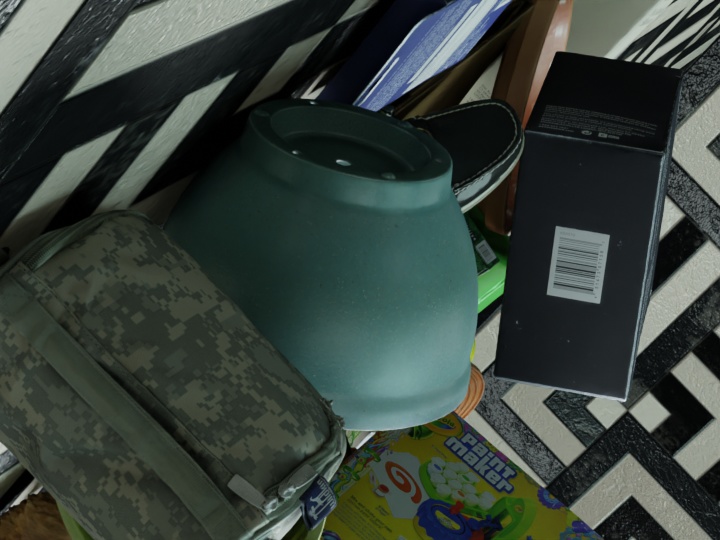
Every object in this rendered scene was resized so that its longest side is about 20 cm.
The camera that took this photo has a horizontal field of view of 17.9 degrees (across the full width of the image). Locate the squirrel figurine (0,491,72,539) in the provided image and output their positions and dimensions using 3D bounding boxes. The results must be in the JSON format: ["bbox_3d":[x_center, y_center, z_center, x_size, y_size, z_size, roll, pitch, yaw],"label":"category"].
[{"bbox_3d":[-0.205,0.210,1.755,0.187,0.199,0.142,26,-80,65],"label":"squirrel figurine"}]

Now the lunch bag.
[{"bbox_3d":[-0.106,0.071,1.142,0.139,0.200,0.168,-44,175,1],"label":"lunch bag"}]

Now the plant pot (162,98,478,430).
[{"bbox_3d":[-0.019,-0.016,1.299,0.200,0.200,0.135,-34,142,-60],"label":"plant pot"}]

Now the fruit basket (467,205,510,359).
[{"bbox_3d":[0.028,0.019,1.838,0.215,0.156,0.216,-38,170,-8],"label":"fruit basket"}]

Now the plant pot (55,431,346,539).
[{"bbox_3d":[-0.090,0.120,1.625,0.200,0.200,0.190,-46,176,20],"label":"plant pot"}]

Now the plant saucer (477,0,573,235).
[{"bbox_3d":[0.124,-0.128,1.760,0.200,0.032,0.201,15,90,-80],"label":"plant saucer"}]

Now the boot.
[{"bbox_3d":[0.027,-0.074,1.514,0.203,0.074,0.154,-24,168,-11],"label":"boot"}]

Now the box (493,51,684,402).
[{"bbox_3d":[0.171,-0.036,1.705,0.182,0.104,0.201,-61,158,-64],"label":"box"}]

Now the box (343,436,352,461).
[{"bbox_3d":[-0.063,0.197,1.847,0.110,0.035,0.200,-15,153,-12],"label":"box"}]

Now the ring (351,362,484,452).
[{"bbox_3d":[0.002,0.115,1.799,0.200,0.019,0.201,-17,155,-8],"label":"ring"}]

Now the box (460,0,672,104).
[{"bbox_3d":[0.173,-0.186,1.882,0.200,0.068,0.082,-46,174,21],"label":"box"}]

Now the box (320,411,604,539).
[{"bbox_3d":[0.053,0.234,1.733,0.193,0.200,0.122,-39,160,-32],"label":"box"}]

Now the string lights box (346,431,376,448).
[{"bbox_3d":[0.003,0.075,1.984,0.059,0.201,0.103,6,148,-23],"label":"string lights box"}]

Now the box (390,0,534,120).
[{"bbox_3d":[0.035,-0.112,1.687,0.163,0.021,0.200,-40,173,-34],"label":"box"}]

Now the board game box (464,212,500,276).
[{"bbox_3d":[0.000,0.000,1.663,0.200,0.105,0.023,-34,178,36],"label":"board game box"}]

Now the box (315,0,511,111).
[{"bbox_3d":[0.042,-0.150,1.409,0.121,0.032,0.200,-49,174,36],"label":"box"}]
